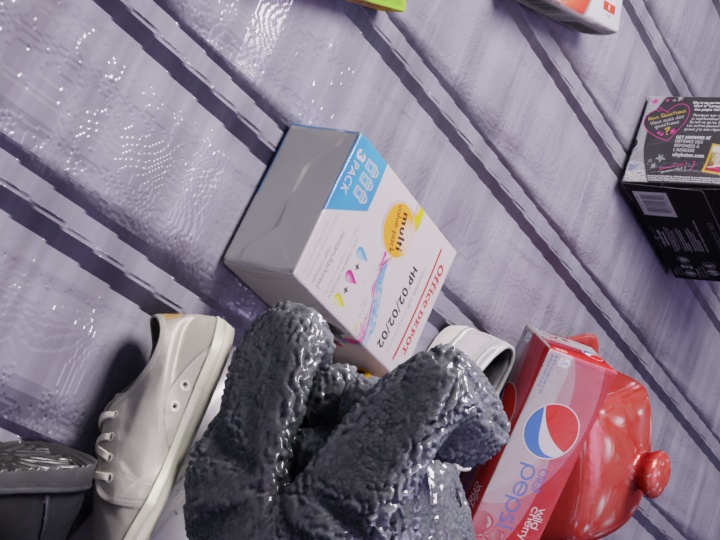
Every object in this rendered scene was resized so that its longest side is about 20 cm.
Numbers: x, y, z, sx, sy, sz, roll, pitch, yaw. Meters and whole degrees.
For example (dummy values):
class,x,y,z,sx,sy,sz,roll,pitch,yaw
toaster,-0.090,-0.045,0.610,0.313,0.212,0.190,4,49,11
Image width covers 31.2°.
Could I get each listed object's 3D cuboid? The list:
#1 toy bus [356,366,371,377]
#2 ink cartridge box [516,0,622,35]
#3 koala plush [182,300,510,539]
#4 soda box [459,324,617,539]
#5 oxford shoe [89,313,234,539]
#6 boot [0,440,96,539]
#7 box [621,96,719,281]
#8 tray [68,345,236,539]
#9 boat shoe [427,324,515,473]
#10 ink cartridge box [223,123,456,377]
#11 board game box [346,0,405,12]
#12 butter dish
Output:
class,x,y,z,sx,sy,sz,roll,pitch,yaw
toy bus,-0.011,0.177,0.947,0.078,0.065,0.201,-73,155,-62
ink cartridge box,0.191,-0.321,1.126,0.162,0.050,0.201,7,96,-54
koala plush,0.005,0.151,0.792,0.184,0.177,0.200,-61,141,-17
soda box,0.138,0.153,1.091,0.070,0.063,0.201,19,102,-17
oxford shoe,-0.136,0.113,0.777,0.058,0.075,0.201,24,71,-12
boot,-0.226,0.194,0.689,0.164,0.065,0.201,13,92,-52
box,0.375,-0.083,1.359,0.200,0.132,0.115,48,57,-47
tray,-0.115,0.155,0.856,0.200,0.022,0.108,-52,134,-33
boat shoe,0.066,0.135,1.051,0.200,0.068,0.072,-55,137,-30
ink cartridge box,0.000,0.000,0.932,0.200,0.068,0.116,47,61,-47
board game box,-0.029,-0.238,0.871,0.200,0.030,0.096,0,98,-56
butter dish,0.215,0.173,1.193,0.199,0.147,0.201,-7,104,-51
